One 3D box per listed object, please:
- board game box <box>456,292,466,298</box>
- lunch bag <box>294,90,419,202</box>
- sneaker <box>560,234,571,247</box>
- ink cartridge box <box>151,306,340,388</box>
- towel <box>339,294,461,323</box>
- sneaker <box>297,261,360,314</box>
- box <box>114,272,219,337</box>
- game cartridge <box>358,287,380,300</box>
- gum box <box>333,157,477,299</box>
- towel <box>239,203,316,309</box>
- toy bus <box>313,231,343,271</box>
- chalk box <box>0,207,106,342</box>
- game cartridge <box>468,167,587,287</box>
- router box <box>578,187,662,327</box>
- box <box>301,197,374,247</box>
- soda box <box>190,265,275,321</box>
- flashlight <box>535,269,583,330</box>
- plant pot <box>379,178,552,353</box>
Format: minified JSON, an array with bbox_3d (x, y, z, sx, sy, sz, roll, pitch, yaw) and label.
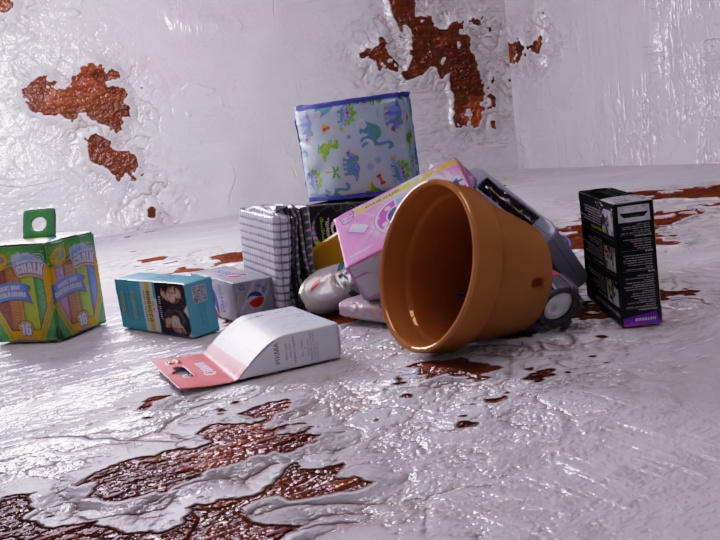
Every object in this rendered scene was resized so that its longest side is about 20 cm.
[{"bbox_3d":[0.170,0.004,1.205,0.199,0.039,0.158,-3,10,14],"label":"board game box"},{"bbox_3d":[-0.008,-0.209,1.480,0.199,0.171,0.127,-6,9,15],"label":"lunch bag"},{"bbox_3d":[0.219,-0.009,1.307,0.199,0.078,0.070,1,44,18],"label":"sneaker"},{"bbox_3d":[-0.145,0.090,1.067,0.199,0.047,0.160,-9,10,-24],"label":"ink cartridge box"},{"bbox_3d":[0.103,0.044,1.224,0.199,0.032,0.191,2,12,41],"label":"towel"},{"bbox_3d":[0.001,0.000,1.297,0.199,0.071,0.093,-17,-21,-26],"label":"sneaker"},{"bbox_3d":[-0.296,0.050,1.317,0.200,0.083,0.049,2,14,45],"label":"box"},{"bbox_3d":[0.068,-0.039,1.229,0.133,0.041,0.200,-3,44,23],"label":"game cartridge"},{"bbox_3d":[0.072,-0.060,1.155,0.199,0.066,0.114,-27,38,10],"label":"gum box"},{"bbox_3d":[-0.129,-0.026,1.411,0.085,0.166,0.200,-7,8,-24],"label":"towel"},{"bbox_3d":[-0.009,-0.033,1.395,0.200,0.065,0.078,-32,-21,31],"label":"toy bus"},{"bbox_3d":[-0.503,0.003,1.383,0.124,0.201,0.124,-4,10,21],"label":"chalk box"},{"bbox_3d":[0.228,-0.056,1.196,0.133,0.042,0.200,40,6,-42],"label":"game cartridge"},{"bbox_3d":[0.326,-0.024,1.105,0.051,0.150,0.200,-7,10,4],"label":"router box"},{"bbox_3d":[0.012,-0.052,1.504,0.199,0.149,0.124,-1,10,31],"label":"box"},{"bbox_3d":[-0.208,0.036,1.394,0.068,0.064,0.200,-11,10,-29],"label":"soda box"},{"bbox_3d":[0.207,-0.004,1.113,0.068,0.068,0.200,-11,33,-15],"label":"flashlight"},{"bbox_3d":[0.131,0.003,1.029,0.140,0.201,0.200,8,1,-29],"label":"plant pot"}]
